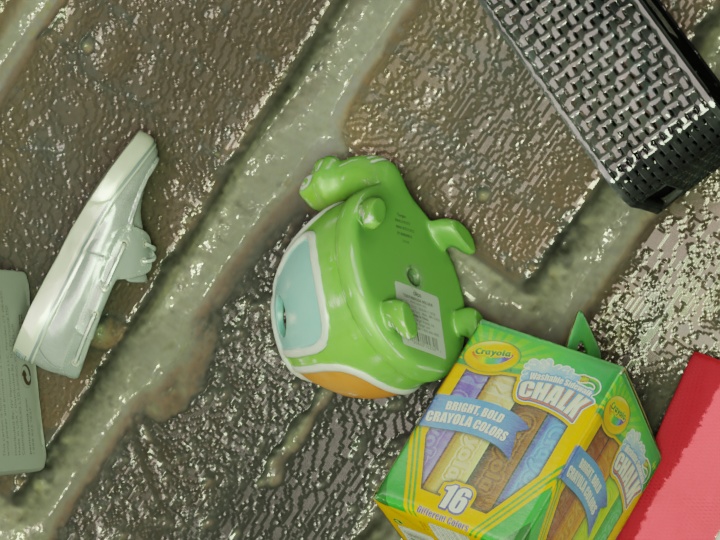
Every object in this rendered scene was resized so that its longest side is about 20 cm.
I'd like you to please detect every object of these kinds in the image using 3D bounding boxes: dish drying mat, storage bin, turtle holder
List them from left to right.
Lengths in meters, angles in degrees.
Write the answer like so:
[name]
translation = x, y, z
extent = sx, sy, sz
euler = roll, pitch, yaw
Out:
[turtle holder]
translation = -0.004, 0.005, 1.605
extent = 0.131, 0.141, 0.186
euler = -26, 89, 34
[storage bin]
translation = 0.179, -0.149, 1.546
extent = 0.094, 0.135, 0.200
euler = -37, 77, 15
[dish drying mat]
translation = 0.233, 0.162, 1.563
extent = 0.077, 0.018, 0.201
euler = 22, 86, 18

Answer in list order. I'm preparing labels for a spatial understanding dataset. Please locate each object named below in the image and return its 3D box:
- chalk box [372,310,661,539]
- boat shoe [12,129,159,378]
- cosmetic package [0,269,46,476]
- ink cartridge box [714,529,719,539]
[chalk box]
translation = 0.124, 0.125, 1.533
extent = 0.123, 0.125, 0.200
euler = 19, 65, 35
[boat shoe]
translation = -0.198, -0.009, 1.715
extent = 0.071, 0.070, 0.201
euler = 28, 91, -7
[cosmetic package]
translation = -0.375, 0.089, 1.715
extent = 0.199, 0.165, 0.166
euler = -7, 85, 18
[ink cartridge box]
translation = 0.305, 0.167, 1.486
extent = 0.087, 0.145, 0.201
euler = 30, 99, 19
